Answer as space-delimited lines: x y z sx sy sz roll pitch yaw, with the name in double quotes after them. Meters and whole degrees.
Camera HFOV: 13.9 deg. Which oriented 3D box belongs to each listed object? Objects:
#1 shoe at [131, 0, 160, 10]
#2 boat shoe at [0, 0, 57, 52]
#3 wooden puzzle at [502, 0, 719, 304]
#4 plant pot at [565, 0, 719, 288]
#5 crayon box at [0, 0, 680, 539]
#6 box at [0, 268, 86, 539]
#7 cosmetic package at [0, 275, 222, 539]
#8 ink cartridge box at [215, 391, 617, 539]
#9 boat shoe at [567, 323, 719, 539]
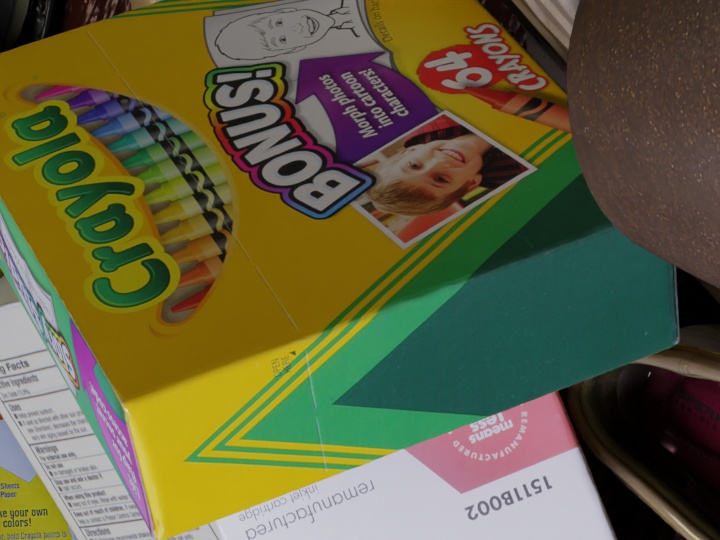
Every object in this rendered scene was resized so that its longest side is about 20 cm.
-0.066 -0.131 1.180 0.053 0.070 0.201 -3 80 10 "shoe"
-0.170 -0.104 1.294 0.066 0.074 0.201 33 107 61 "boat shoe"
0.067 -0.089 0.911 0.046 0.200 0.185 -37 42 -1 "wooden puzzle"
0.156 -0.049 0.744 0.199 0.186 0.188 2 91 46 "plant pot"
-0.022 -0.021 0.921 0.200 0.172 0.059 -128 24 -51 "crayon box"
-0.120 0.069 1.119 0.122 0.199 0.194 -12 79 53 "box"
-0.044 0.073 1.036 0.103 0.087 0.201 -10 114 53 "cosmetic package"
0.039 0.134 0.935 0.067 0.116 0.201 56 -168 -87 "ink cartridge box"
0.137 0.074 0.886 0.200 0.066 0.075 29 112 49 "boat shoe"
